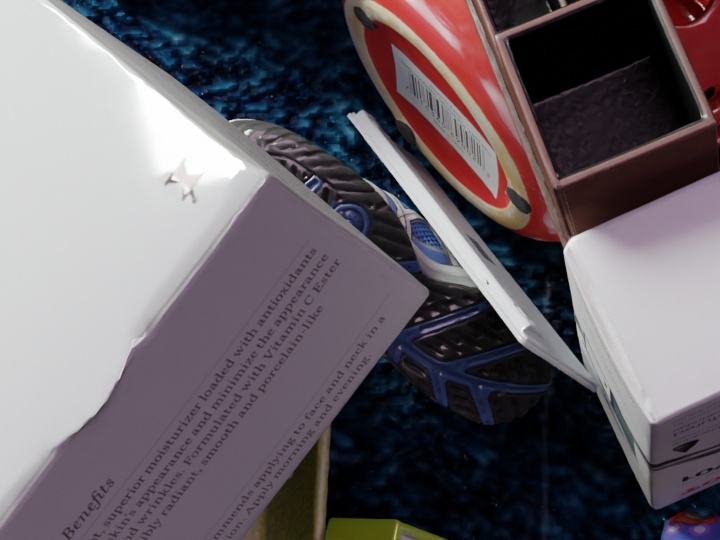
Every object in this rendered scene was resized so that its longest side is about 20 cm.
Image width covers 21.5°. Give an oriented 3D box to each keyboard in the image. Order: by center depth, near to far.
[{"bbox_3d":[0.049,-0.013,0.884,0.011,0.056,0.200,-43,41,8],"label":"keyboard"}]

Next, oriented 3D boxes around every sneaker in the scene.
[{"bbox_3d":[0.000,0.000,0.888,0.200,0.077,0.076,40,95,-21],"label":"sneaker"}]

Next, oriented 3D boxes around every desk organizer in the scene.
[{"bbox_3d":[0.078,-0.117,0.764,0.071,0.077,0.201,-22,71,5],"label":"desk organizer"}]

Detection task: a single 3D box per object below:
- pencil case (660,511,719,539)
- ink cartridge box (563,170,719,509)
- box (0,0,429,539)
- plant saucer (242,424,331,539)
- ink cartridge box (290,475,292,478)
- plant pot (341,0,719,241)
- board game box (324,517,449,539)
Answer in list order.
[{"bbox_3d":[0.232,0.136,0.860,0.199,0.087,0.078,-13,75,28],"label":"pencil case"},{"bbox_3d":[0.171,0.021,0.801,0.146,0.200,0.086,-24,70,2],"label":"ink cartridge box"},{"bbox_3d":[-0.120,0.015,0.761,0.200,0.131,0.199,40,93,37],"label":"box"},{"bbox_3d":[-0.118,0.146,0.882,0.199,0.048,0.201,4,74,-5],"label":"plant saucer"},{"bbox_3d":[-0.089,0.007,0.893,0.099,0.039,0.201,-4,54,-9],"label":"ink cartridge box"},{"bbox_3d":[0.103,-0.129,0.901,0.182,0.200,0.201,-38,81,-11],"label":"plant pot"},{"bbox_3d":[0.016,0.221,0.847,0.101,0.047,0.201,26,69,-39],"label":"board game box"}]
